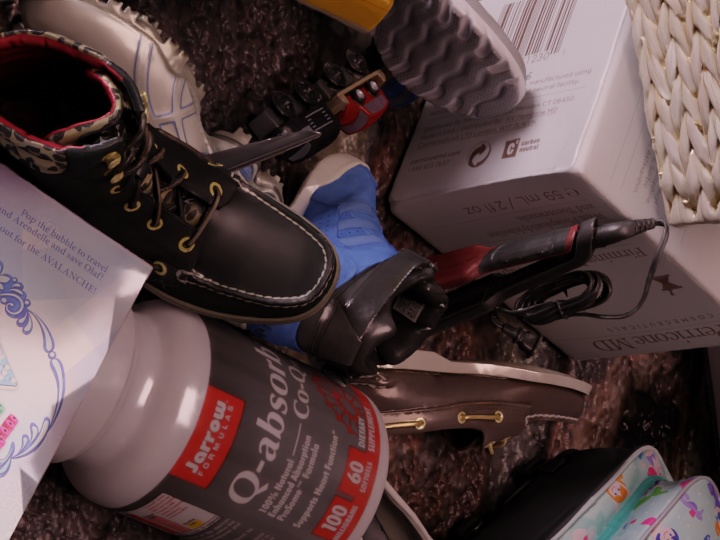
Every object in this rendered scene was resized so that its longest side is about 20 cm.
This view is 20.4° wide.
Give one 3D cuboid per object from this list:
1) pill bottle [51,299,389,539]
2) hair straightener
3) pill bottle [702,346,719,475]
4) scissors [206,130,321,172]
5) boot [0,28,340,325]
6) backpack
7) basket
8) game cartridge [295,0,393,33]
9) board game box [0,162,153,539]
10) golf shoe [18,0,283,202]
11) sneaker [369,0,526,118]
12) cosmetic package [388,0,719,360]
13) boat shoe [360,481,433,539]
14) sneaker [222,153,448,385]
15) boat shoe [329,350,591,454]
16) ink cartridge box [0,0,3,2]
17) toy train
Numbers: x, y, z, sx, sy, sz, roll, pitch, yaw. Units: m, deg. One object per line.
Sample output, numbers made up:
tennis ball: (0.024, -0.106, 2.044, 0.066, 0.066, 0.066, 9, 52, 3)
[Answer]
pill bottle: (-0.090, 0.085, 1.083, 0.199, 0.116, 0.117, 27, 67, -35)
hair straightener: (0.101, 0.012, 1.218, 0.077, 0.199, 0.041, 58, 30, -24)
pill bottle: (0.314, 0.105, 1.450, 0.119, 0.119, 0.201, -8, 91, -43)
scissors: (-0.118, -0.038, 1.071, 0.199, 0.014, 0.074, -3, 83, -9)
boot: (-0.103, -0.042, 0.984, 0.203, 0.154, 0.074, 26, 78, 2)
backpack: (0.170, 0.230, 1.293, 0.177, 0.150, 0.201, -38, 115, -40)
basket: (0.244, -0.126, 1.185, 0.135, 0.123, 0.201, -11, 90, -43)
game cartridge: (-0.073, -0.234, 1.094, 0.199, 0.032, 0.177, 24, 41, -29)
board game box: (-0.223, 0.029, 0.918, 0.200, 0.043, 0.200, 36, 64, -19)
golf shoe: (-0.127, -0.070, 1.101, 0.200, 0.078, 0.097, 48, 62, -26)
sneaker: (0.033, -0.179, 1.208, 0.200, 0.075, 0.082, 46, 45, -9)
cosmetic package: (0.160, -0.066, 1.297, 0.200, 0.167, 0.167, 38, 60, -32)
boat shoe: (0.028, 0.195, 1.213, 0.072, 0.066, 0.201, -43, 113, -37)
sneaker: (-0.001, 0.001, 1.143, 0.077, 0.111, 0.200, -65, 173, 22)
boat shoe: (0.063, 0.084, 1.258, 0.199, 0.072, 0.060, 9, 85, -38)
ink cartridge box: (-0.209, -0.179, 0.950, 0.196, 0.199, 0.044, 9, 79, -41)
toy train: (-0.006, -0.105, 1.203, 0.046, 0.034, 0.200, 52, 33, 0)
